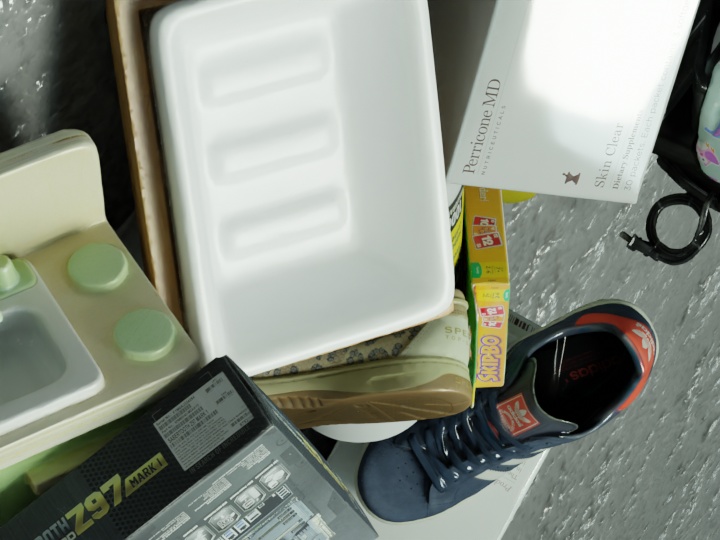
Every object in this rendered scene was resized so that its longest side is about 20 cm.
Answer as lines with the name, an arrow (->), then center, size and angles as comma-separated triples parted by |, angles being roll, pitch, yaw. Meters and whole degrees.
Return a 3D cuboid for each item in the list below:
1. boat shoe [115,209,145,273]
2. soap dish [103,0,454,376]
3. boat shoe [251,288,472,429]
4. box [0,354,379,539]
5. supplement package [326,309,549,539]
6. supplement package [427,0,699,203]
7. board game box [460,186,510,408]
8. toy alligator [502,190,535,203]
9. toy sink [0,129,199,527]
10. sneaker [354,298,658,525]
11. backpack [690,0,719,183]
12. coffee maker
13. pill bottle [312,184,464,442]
boat shoe -> -0.079, -0.049, 1.339 | 0.200, 0.071, 0.069 | -44, 125, -11
soap dish -> -0.040, -0.056, 1.268 | 0.157, 0.081, 0.201 | -17, 114, -24
boat shoe -> -0.037, 0.047, 1.402 | 0.073, 0.199, 0.063 | 49, 40, -68
box -> -0.102, 0.142, 1.227 | 0.200, 0.051, 0.158 | -38, 149, 0
supplement package -> 0.045, 0.117, 1.635 | 0.201, 0.117, 0.117 | -61, 178, 7
supplement package -> 0.093, -0.160, 1.348 | 0.110, 0.156, 0.201 | 5, 117, -20
board game box -> 0.066, -0.028, 1.505 | 0.096, 0.030, 0.201 | 89, 1, -53
toy alligator -> 0.102, -0.092, 1.562 | 0.200, 0.054, 0.060 | 93, -8, -67
toy sink -> -0.151, 0.057, 1.222 | 0.130, 0.112, 0.201 | -23, 142, -21
sneaker -> 0.081, 0.083, 1.525 | 0.200, 0.075, 0.085 | -35, -175, 6
backpack -> 0.278, -0.124, 1.537 | 0.200, 0.126, 0.167 | -49, 143, -21
coffee maker -> 0.199, -0.109, 1.653 | 0.200, 0.134, 0.193 | 19, 86, -56
pill bottle -> 0.000, 0.000, 1.465 | 0.112, 0.112, 0.201 | -41, 149, -31
